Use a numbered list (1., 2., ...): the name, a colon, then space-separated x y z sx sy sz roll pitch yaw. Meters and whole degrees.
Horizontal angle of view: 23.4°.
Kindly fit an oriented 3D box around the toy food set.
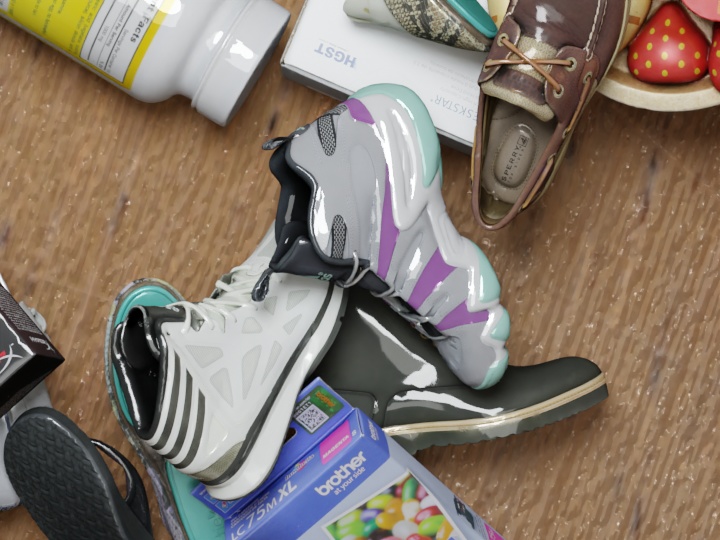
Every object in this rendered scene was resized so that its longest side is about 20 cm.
1. toy food set: 0.183 -0.195 1.035 0.199 0.049 0.199 24 106 16

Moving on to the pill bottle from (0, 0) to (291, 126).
1. pill bottle: -0.149 -0.178 1.096 0.200 0.112 0.113 31 90 -3

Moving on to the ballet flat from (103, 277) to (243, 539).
1. ballet flat: -0.121 0.097 1.122 0.072 0.072 0.201 -17 104 -2

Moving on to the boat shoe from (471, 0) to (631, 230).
1. boat shoe: 0.104 -0.113 1.017 0.072 0.072 0.201 24 123 7

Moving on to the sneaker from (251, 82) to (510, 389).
1. sneaker: 0.000 0.000 1.052 0.140 0.078 0.201 -26 95 -23

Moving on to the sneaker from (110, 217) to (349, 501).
1. sneaker: -0.079 0.027 1.054 0.115 0.075 0.201 39 58 -38

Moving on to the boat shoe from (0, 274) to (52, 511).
1. boat shoe: -0.234 0.052 1.126 0.065 0.073 0.201 -14 100 -31

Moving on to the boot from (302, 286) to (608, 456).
1. boot: 0.052 0.046 1.132 0.199 0.077 0.139 -13 87 -3

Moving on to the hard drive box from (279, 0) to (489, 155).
1. hard drive box: 0.056 -0.191 1.122 0.155 0.077 0.201 23 90 -3

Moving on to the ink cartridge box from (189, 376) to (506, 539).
1. ink cartridge box: 0.001 0.171 1.103 0.119 0.042 0.200 -41 112 12

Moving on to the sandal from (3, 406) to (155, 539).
1. sandal: -0.163 0.157 1.113 0.075 0.048 0.201 -9 125 28

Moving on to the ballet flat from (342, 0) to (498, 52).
1. ballet flat: 0.003 -0.201 1.056 0.075 0.068 0.200 -34 87 21

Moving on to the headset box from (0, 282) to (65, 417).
1. headset box: -0.301 0.026 1.038 0.149 0.075 0.200 -41 82 -1
